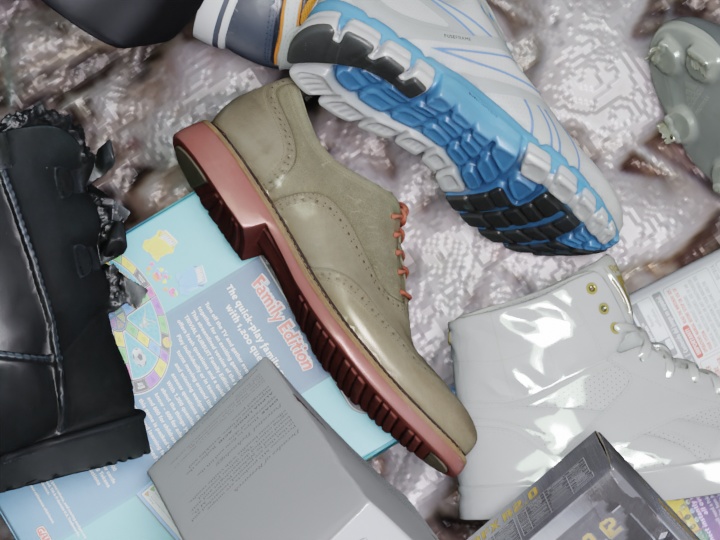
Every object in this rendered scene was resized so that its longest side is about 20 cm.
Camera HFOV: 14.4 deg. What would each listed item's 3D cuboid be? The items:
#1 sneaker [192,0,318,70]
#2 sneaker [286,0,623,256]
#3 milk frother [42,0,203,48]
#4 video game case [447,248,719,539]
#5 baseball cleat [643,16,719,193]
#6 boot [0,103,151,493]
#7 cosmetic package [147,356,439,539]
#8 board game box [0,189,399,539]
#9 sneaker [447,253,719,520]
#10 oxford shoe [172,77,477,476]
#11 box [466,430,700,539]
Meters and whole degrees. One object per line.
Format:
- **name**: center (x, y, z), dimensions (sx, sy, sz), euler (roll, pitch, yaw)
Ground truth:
- **sneaker**: center (-0.006, -0.189, 1.358), dimensions (0.079, 0.078, 0.201), euler (23, 93, 4)
- **sneaker**: center (0.058, -0.083, 1.327), dimensions (0.200, 0.075, 0.087), euler (40, 54, -30)
- **milk frother**: center (-0.127, -0.212, 1.271), dimensions (0.180, 0.188, 0.201), euler (24, 97, 7)
- **video game case**: center (0.158, 0.108, 1.356), dimensions (0.182, 0.023, 0.201), euler (-26, 86, -6)
- **baseball cleat**: center (0.227, -0.053, 1.367), dimensions (0.106, 0.070, 0.200), euler (-30, 73, -36)
- **boot**: center (-0.182, 0.020, 1.242), dimensions (0.198, 0.073, 0.163), euler (-14, 92, -37)
- **cosmetic package**: center (-0.013, 0.125, 1.211), dimensions (0.081, 0.200, 0.113), euler (-45, 113, -1)
- **board game box**: center (-0.086, 0.057, 1.335), dimensions (0.199, 0.047, 0.151), euler (-31, 86, -7)
- **sneaker**: center (0.138, 0.047, 1.314), dimensions (0.199, 0.074, 0.116), euler (-6, 87, -3)
- **oxford shoe**: center (0.000, 0.000, 1.290), dimensions (0.075, 0.070, 0.200), euler (-35, 87, -12)
- **box**: center (0.084, 0.196, 1.279), dimensions (0.200, 0.048, 0.158), euler (-42, 106, 7)
